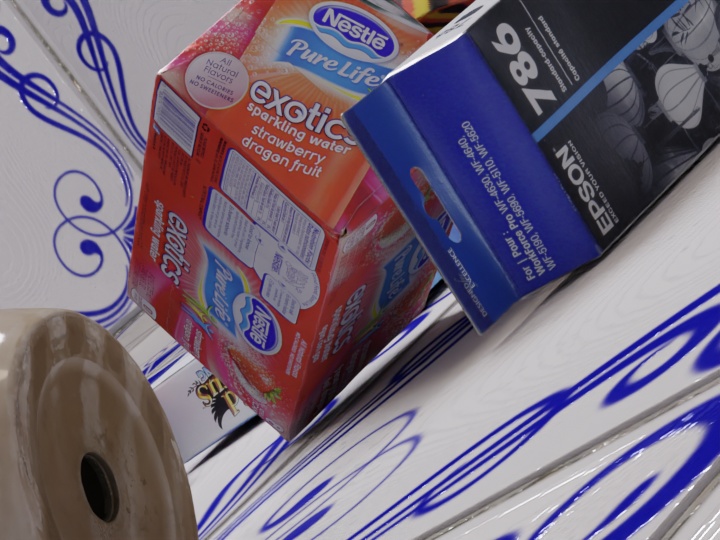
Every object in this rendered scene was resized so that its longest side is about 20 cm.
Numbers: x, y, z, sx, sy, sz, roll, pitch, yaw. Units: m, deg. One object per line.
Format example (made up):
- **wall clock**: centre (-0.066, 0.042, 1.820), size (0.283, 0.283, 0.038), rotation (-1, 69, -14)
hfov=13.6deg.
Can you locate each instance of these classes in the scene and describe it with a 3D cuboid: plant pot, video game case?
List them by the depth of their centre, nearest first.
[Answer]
- **plant pot**: centre (-0.155, 0.094, 0.986), size (0.173, 0.201, 0.200), rotation (-18, 11, 22)
- **video game case**: centre (0.000, 0.000, 1.506), size (0.181, 0.046, 0.200), rotation (-37, 4, 38)

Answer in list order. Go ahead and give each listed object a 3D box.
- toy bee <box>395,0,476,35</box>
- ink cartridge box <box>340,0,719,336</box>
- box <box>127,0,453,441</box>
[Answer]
- **toy bee**: centre (0.053, -0.085, 1.251), size (0.108, 0.200, 0.132), rotation (-17, 51, 28)
- **ink cartridge box**: centre (0.081, -0.068, 1.136), size (0.039, 0.100, 0.200), rotation (-23, 15, 45)
- **box**: centre (-0.024, -0.028, 1.214), size (0.095, 0.100, 0.200), rotation (-43, -14, -23)
